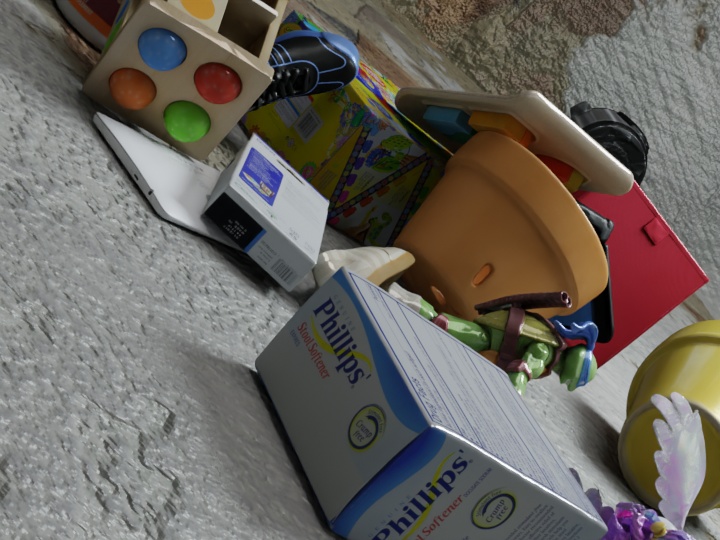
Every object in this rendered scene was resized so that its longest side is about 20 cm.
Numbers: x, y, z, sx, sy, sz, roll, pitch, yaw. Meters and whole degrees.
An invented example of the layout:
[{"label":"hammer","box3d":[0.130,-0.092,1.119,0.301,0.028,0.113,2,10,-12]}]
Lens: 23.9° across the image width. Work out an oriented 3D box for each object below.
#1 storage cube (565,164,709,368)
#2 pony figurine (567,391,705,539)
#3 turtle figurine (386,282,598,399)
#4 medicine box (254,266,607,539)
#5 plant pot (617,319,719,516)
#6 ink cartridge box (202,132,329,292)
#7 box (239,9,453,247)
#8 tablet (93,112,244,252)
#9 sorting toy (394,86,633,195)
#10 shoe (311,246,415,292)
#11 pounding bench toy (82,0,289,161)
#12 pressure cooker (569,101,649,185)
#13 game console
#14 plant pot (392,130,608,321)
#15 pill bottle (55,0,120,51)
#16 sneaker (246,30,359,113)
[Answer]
[{"label":"storage cube","box3d":[0.276,-0.011,2.019,0.200,0.179,0.171,52,3,-10]},{"label":"pony figurine","box3d":[0.240,0.227,1.400,0.200,0.165,0.194,-126,-165,-57]},{"label":"turtle figurine","box3d":[0.093,0.098,1.471,0.193,0.201,0.144,24,36,3]},{"label":"medicine box","box3d":[0.047,0.122,1.198,0.199,0.103,0.183,33,17,-37]},{"label":"plant pot","box3d":[0.366,0.173,1.833,0.201,0.201,0.189,46,30,12]},{"label":"ink cartridge box","box3d":[-0.078,-0.053,1.463,0.099,0.039,0.200,42,15,-9]},{"label":"box","box3d":[-0.011,-0.136,1.787,0.192,0.122,0.200,31,18,-45]},{"label":"tablet","box3d":[-0.134,-0.064,1.438,0.200,0.014,0.130,24,24,-54]},{"label":"sorting toy","box3d":[0.152,-0.126,1.726,0.185,0.037,0.199,35,-17,-36]},{"label":"shoe","box3d":[0.000,0.000,1.506,0.053,0.070,0.200,47,13,5]},{"label":"pounding bench toy","box3d":[-0.165,-0.178,1.479,0.124,0.200,0.157,29,45,-18]},{"label":"pressure cooker","box3d":[0.485,-0.241,3.457,0.177,0.177,0.200,17,16,-5]},{"label":"game console","box3d":[0.172,-0.018,1.813,0.175,0.117,0.200,28,-10,-26]},{"label":"plant pot","box3d":[0.125,-0.016,1.671,0.200,0.140,0.200,47,-16,18]},{"label":"pill bottle","box3d":[-0.185,-0.298,1.601,0.114,0.200,0.114,40,13,-11]},{"label":"sneaker","box3d":[-0.096,-0.182,1.636,0.198,0.071,0.078,-4,40,-7]}]
